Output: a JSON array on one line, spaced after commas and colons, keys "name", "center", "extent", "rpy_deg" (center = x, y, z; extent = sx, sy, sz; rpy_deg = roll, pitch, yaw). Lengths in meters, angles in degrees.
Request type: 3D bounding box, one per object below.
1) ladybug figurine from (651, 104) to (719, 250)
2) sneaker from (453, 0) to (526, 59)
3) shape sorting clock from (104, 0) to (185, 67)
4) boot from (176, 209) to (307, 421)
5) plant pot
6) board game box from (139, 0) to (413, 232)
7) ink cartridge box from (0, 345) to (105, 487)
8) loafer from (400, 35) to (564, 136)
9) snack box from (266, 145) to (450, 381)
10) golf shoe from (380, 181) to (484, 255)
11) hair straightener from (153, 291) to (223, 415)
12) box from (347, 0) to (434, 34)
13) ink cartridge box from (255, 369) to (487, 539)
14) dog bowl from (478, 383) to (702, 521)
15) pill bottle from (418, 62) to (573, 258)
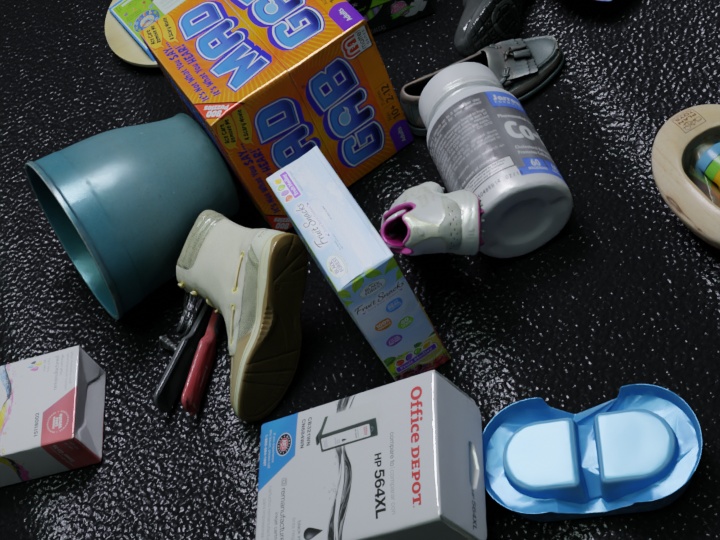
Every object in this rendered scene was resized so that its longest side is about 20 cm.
[{"name": "ladybug figurine", "center": [0.366, -0.083, 1.112], "extent": [0.135, 0.072, 0.201], "rpy_deg": [-30, 52, 1]}, {"name": "sneaker", "center": [0.156, -0.328, 1.371], "extent": [0.090, 0.076, 0.201], "rpy_deg": [11, 53, 35]}, {"name": "shape sorting clock", "center": [-0.261, -0.361, 1.573], "extent": [0.198, 0.039, 0.201], "rpy_deg": [-10, 55, 14]}, {"name": "boot", "center": [-0.135, 0.045, 1.205], "extent": [0.154, 0.072, 0.202], "rpy_deg": [18, 102, 42]}, {"name": "plant pot", "center": [-0.248, -0.077, 1.295], "extent": [0.187, 0.201, 0.200], "rpy_deg": [-32, 50, -19]}, {"name": "board game box", "center": [-0.093, -0.211, 1.302], "extent": [0.199, 0.200, 0.200], "rpy_deg": [-35, 52, -5]}, {"name": "ink cartridge box", "center": [-0.386, 0.169, 1.252], "extent": [0.199, 0.068, 0.117], "rpy_deg": [-16, 53, 12]}, {"name": "loafer", "center": [0.139, -0.220, 1.302], "extent": [0.199, 0.063, 0.072], "rpy_deg": [-26, 52, 4]}, {"name": "snack box", "center": [0.000, 0.000, 1.125], "extent": [0.067, 0.200, 0.169], "rpy_deg": [-32, 51, -2]}, {"name": "golf shoe", "center": [0.053, -0.051, 1.159], "extent": [0.091, 0.200, 0.076], "rpy_deg": [-7, 94, -18]}, {"name": "hair straightener", "center": [-0.193, 0.066, 1.259], "extent": [0.076, 0.041, 0.201], "rpy_deg": [0, 58, 21]}, {"name": "box", "center": [-0.011, -0.403, 1.398], "extent": [0.147, 0.200, 0.125], "rpy_deg": [-18, 53, 9]}, {"name": "ink cartridge box", "center": [0.008, 0.193, 1.038], "extent": [0.199, 0.084, 0.147], "rpy_deg": [-22, 50, 27]}, {"name": "dog bowl", "center": [0.208, 0.170, 1.023], "extent": [0.198, 0.050, 0.112], "rpy_deg": [-11, 55, 16]}, {"name": "pill bottle", "center": [0.137, -0.122, 1.205], "extent": [0.113, 0.114, 0.201], "rpy_deg": [-25, 53, 5]}]
